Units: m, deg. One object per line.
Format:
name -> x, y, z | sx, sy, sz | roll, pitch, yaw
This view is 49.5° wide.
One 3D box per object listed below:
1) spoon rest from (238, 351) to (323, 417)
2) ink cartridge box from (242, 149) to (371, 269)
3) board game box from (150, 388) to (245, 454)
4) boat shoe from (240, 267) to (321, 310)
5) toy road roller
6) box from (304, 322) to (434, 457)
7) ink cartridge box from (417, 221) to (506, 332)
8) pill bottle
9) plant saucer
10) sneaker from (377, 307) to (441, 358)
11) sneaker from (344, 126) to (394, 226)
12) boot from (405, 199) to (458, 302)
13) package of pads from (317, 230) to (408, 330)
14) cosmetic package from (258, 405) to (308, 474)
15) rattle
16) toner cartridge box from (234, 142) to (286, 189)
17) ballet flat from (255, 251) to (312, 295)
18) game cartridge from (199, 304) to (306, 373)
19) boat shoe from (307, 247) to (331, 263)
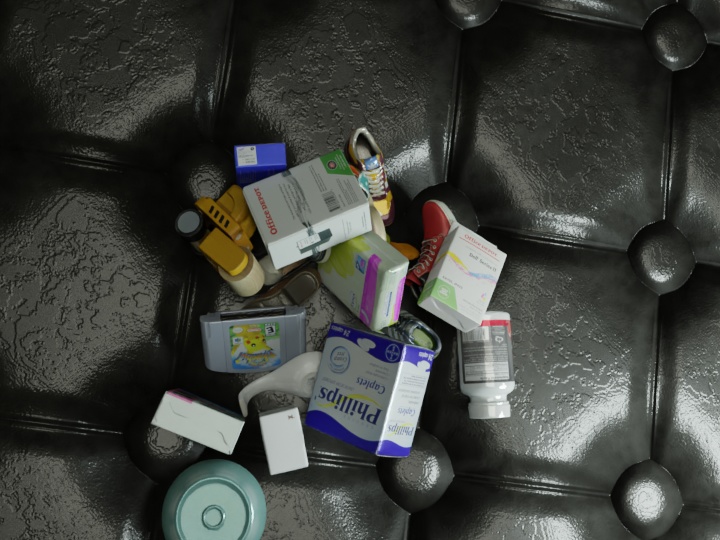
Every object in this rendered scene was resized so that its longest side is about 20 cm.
spoon rest -> -0.141, 0.216, 1.502 | 0.196, 0.061, 0.101 | -18, 118, -13
ink cartridge box -> -0.096, -0.111, 1.412 | 0.197, 0.084, 0.148 | -22, 58, -8
board game box -> -0.285, 0.269, 1.404 | 0.145, 0.200, 0.065 | 24, 79, -4
boat shoe -> -0.158, 0.066, 1.522 | 0.198, 0.068, 0.073 | -30, 97, 9
toy road roller -> -0.239, -0.066, 1.475 | 0.199, 0.123, 0.146 | 40, 79, 21
box -> 0.015, 0.219, 1.446 | 0.182, 0.104, 0.204 | 13, 87, 39
ink cartridge box -> 0.202, -0.001, 1.494 | 0.116, 0.067, 0.202 | 29, 64, -8
pill bottle -> 0.247, 0.186, 1.538 | 0.108, 0.111, 0.205 | -2, 82, -8
plant saucer -> -0.274, 0.459, 1.462 | 0.196, 0.036, 0.205 | 1, 82, -9
sneaker -> 0.082, 0.105, 1.542 | 0.198, 0.081, 0.075 | 30, 78, -3
sneaker -> 0.019, -0.187, 1.571 | 0.074, 0.090, 0.203 | -21, 85, -10
boot -> 0.133, -0.038, 1.548 | 0.142, 0.072, 0.204 | -10, 84, -40
package of pads -> 0.000, 0.000, 1.473 | 0.067, 0.157, 0.200 | -21, 47, -33
cosmetic package -> -0.142, 0.304, 1.419 | 0.070, 0.200, 0.104 | -11, 82, -9
rattle -> 0.048, -0.111, 1.525 | 0.140, 0.130, 0.204 | -7, 99, -7
toner cartridge box -> -0.191, -0.187, 1.485 | 0.093, 0.200, 0.044 | -3, 80, -9
ballet flat -> -0.151, -0.020, 1.533 | 0.198, 0.068, 0.069 | -32, 88, -11
game cartridge -> -0.200, 0.133, 1.481 | 0.196, 0.135, 0.041 | -5, 39, -8
boat shoe -> -0.135, -0.086, 1.490 | 0.065, 0.075, 0.200 | 1, 41, -46
